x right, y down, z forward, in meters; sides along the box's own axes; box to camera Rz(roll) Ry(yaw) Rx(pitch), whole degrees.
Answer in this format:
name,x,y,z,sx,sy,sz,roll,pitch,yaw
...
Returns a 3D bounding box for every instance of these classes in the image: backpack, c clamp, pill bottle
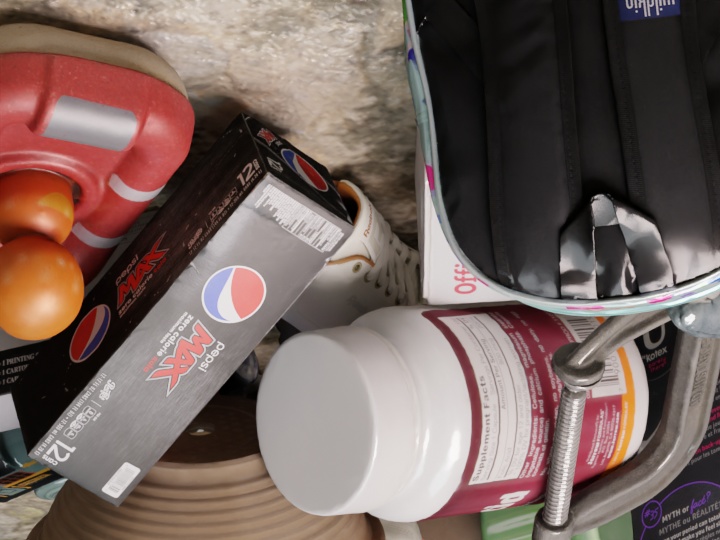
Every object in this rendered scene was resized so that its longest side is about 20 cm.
name,x,y,z,sx,sy,sz,roll,pitch,yaw
backpack,0.110,-0.078,1.350,0.176,0.201,0.151,-8,171,7
c clamp,0.127,0.088,1.549,0.170,0.027,0.201,-19,138,-30
pill bottle,0.049,0.074,1.581,0.199,0.115,0.114,-3,158,-42

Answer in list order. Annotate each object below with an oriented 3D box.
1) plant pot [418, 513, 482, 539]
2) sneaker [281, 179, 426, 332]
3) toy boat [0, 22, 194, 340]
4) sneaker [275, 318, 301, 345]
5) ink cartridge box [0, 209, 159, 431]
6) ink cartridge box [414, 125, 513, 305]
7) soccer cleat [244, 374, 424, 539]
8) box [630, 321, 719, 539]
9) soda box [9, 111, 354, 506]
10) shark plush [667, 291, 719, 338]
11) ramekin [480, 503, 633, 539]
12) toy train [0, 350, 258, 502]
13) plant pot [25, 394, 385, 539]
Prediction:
name,x,y,z,sx,sy,sz,roll,pitch,yaw
plant pot,0.051,0.192,1.883,0.200,0.201,0.175,22,124,-38
sneaker,0.000,0.000,1.607,0.199,0.073,0.085,20,148,-34
toy boat,-0.166,-0.025,1.487,0.130,0.131,0.200,11,149,-23
sneaker,0.014,0.057,1.735,0.079,0.076,0.200,-25,154,16
ink cartridge box,-0.191,0.037,1.636,0.199,0.094,0.044,-13,150,18
ink cartridge box,0.129,-0.054,1.511,0.199,0.086,0.148,-2,152,-1
soccer cleat,-0.031,0.125,1.733,0.069,0.200,0.078,-48,128,3
box,0.227,0.101,1.683,0.106,0.201,0.122,22,143,-38
soda box,-0.093,0.021,1.517,0.063,0.071,0.200,33,107,-29
shark plush,0.204,0.024,1.488,0.090,0.084,0.200,-18,148,20
ramekin,0.163,0.155,1.790,0.097,0.201,0.200,-19,148,40
toy train,-0.157,0.082,1.712,0.199,0.086,0.114,-22,164,30
plant pot,-0.086,0.128,1.601,0.200,0.201,0.093,-2,110,-2
